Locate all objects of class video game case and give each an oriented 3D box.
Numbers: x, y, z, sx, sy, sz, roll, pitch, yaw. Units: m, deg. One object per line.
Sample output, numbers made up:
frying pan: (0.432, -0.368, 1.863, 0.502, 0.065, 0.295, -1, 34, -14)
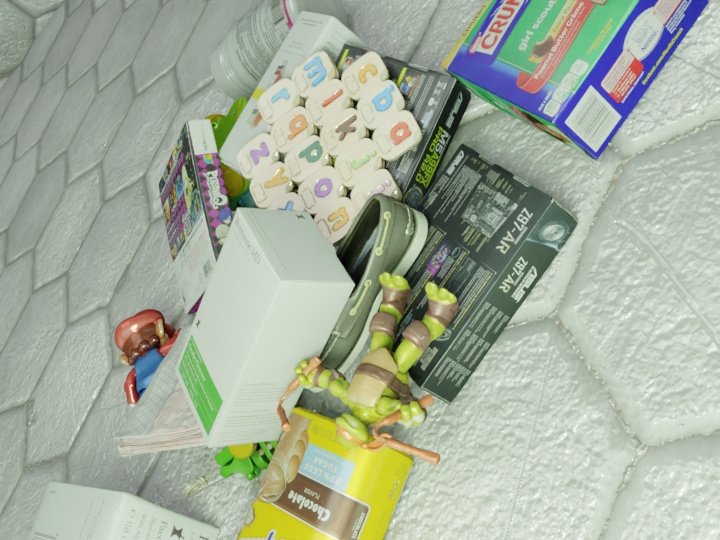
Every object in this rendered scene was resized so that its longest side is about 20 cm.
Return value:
video game case: (-0.202, -0.059, 1.092, 0.200, 0.035, 0.185, -38, 64, 62)

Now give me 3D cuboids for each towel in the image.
towel: (-0.171, 0.116, 0.999, 0.188, 0.032, 0.202, -15, 33, 34)

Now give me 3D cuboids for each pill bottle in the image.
pill bottle: (-0.120, -0.325, 1.262, 0.198, 0.112, 0.116, -21, 50, 41)

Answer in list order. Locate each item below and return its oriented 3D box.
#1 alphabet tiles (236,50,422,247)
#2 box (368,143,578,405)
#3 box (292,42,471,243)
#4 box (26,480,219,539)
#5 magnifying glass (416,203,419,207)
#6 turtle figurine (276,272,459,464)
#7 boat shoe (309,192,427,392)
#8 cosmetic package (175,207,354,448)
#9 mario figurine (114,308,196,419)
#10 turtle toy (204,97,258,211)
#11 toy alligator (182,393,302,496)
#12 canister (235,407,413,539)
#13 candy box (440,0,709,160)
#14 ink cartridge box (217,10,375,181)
alphabet tiles: (-0.036, -0.129, 0.925, 0.194, 0.015, 0.203, -34, 65, 16)
box: (0.089, -0.003, 0.830, 0.202, 0.043, 0.160, -56, 35, 6)
box: (0.008, -0.126, 0.944, 0.158, 0.044, 0.203, 25, 90, 35)
box: (-0.280, 0.349, 0.957, 0.198, 0.130, 0.203, -9, 58, 47)
magnifying glass: (0.000, 0.000, 0.962, 0.201, 0.022, 0.080, -49, 36, 18)
turtle figurine: (0.025, 0.088, 0.743, 0.198, 0.064, 0.163, 7, 62, 50)
boat shoe: (-0.013, 0.021, 0.848, 0.204, 0.060, 0.072, -58, 36, 7)
cosmetic package: (-0.094, 0.055, 0.827, 0.108, 0.083, 0.203, 53, 130, 40)
mario figurine: (-0.250, 0.133, 1.147, 0.201, 0.121, 0.108, -119, 25, -43)
turtle toy: (-0.153, -0.161, 1.194, 0.145, 0.100, 0.203, 14, 76, 53)
toy alligator: (-0.111, 0.191, 0.934, 0.054, 0.059, 0.200, 47, 107, 12)
canister: (-0.046, 0.237, 0.789, 0.147, 0.086, 0.203, 8, 70, 51)
candy box: (0.191, -0.220, 0.832, 0.171, 0.076, 0.200, -55, 34, 7)
ink cartridge box: (-0.052, -0.175, 1.043, 0.083, 0.144, 0.203, 30, 90, 53)
